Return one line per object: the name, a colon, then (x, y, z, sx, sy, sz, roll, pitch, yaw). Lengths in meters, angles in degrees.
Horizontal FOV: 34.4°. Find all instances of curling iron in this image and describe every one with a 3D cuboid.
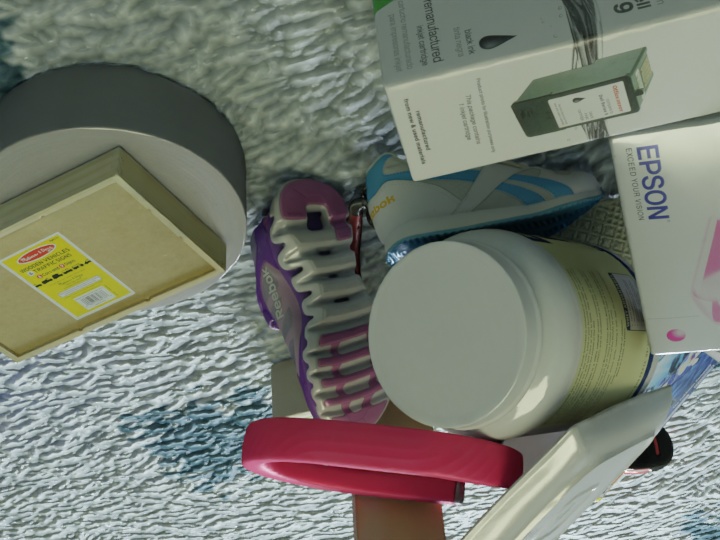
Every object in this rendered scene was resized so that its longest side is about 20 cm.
curling iron: (0.000, 0.000, 0.974, 0.050, 0.026, 0.200, 6, 140, -9)

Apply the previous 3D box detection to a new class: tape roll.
tape roll: (-0.184, -0.055, 0.856, 0.200, 0.066, 0.200, -4, 141, -3)

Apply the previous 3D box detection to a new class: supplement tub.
supplement tub: (0.113, 0.046, 0.831, 0.145, 0.145, 0.200, -34, 158, 30)

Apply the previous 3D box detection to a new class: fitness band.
fitness band: (0.015, 0.137, 0.825, 0.200, 0.037, 0.144, 3, 164, 12)

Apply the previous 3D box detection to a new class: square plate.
square plate: (0.137, 0.171, 0.848, 0.200, 0.028, 0.198, -53, 157, 24)

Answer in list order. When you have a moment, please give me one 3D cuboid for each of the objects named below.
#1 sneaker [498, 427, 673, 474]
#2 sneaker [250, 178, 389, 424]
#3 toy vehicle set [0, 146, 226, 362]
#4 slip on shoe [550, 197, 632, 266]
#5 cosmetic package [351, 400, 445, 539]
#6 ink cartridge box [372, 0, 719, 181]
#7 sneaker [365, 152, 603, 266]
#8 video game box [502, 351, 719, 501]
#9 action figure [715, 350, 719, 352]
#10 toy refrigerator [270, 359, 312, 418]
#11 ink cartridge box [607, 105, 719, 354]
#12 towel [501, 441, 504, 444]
sneaker: (0.219, 0.180, 1.202, 0.200, 0.074, 0.087, 2, 154, -3)
sneaker: (-0.038, 0.034, 0.905, 0.080, 0.200, 0.088, -6, 166, -40)
toy vehicle set: (-0.214, -0.005, 0.840, 0.200, 0.027, 0.124, -22, 138, 20)
slip on shoe: (0.156, -0.003, 0.968, 0.200, 0.074, 0.061, -27, 174, 14)
cosmetic package: (0.028, 0.179, 0.960, 0.071, 0.200, 0.105, -3, 132, 0)
ink cartridge box: (0.113, -0.151, 0.709, 0.200, 0.146, 0.084, -13, 138, 8)
sneaker: (0.098, -0.059, 0.876, 0.200, 0.081, 0.077, -8, 157, -30)
video game box: (0.227, 0.109, 1.017, 0.200, 0.047, 0.182, -52, 144, 9)
action figure: (0.300, 0.020, 0.923, 0.118, 0.200, 0.055, 19, 109, 5)
toy refrigerator: (0.024, 0.110, 1.079, 0.200, 0.070, 0.076, -15, 140, 11)
ink cartridge box: (0.271, -0.031, 0.738, 0.200, 0.043, 0.196, -6, 131, 19)
towel: (0.156, 0.109, 1.059, 0.048, 0.112, 0.200, 12, 144, 13)
